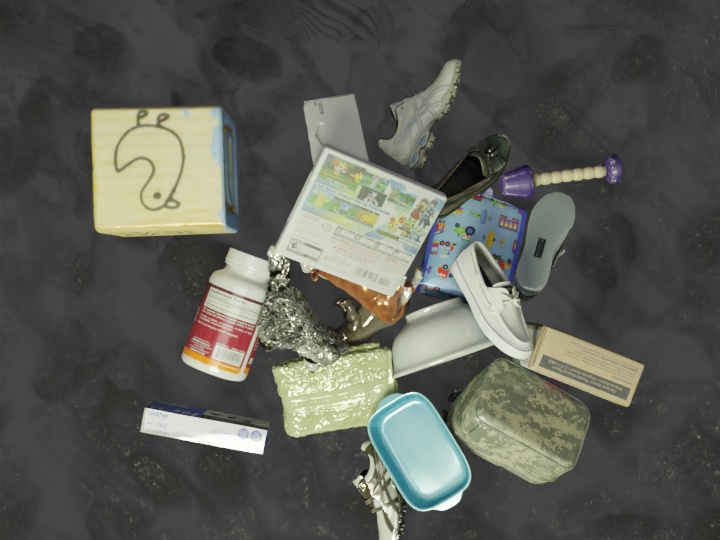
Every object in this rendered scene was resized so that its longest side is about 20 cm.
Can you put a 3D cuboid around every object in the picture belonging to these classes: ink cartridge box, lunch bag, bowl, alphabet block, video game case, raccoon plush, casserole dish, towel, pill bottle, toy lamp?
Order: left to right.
[{"bbox_3d":[-0.304,-0.153,1.533,0.200,0.196,0.195,-3,88,-1],"label":"alphabet block"},{"bbox_3d":[-0.251,0.256,1.580,0.200,0.094,0.044,10,89,-1],"label":"ink cartridge box"},{"bbox_3d":[-0.207,0.070,1.573,0.113,0.113,0.200,21,89,-1],"label":"pill bottle"},{"bbox_3d":[-0.088,0.065,1.514,0.134,0.097,0.200,8,119,22],"label":"raccoon plush"},{"bbox_3d":[-0.038,0.199,1.588,0.200,0.036,0.148,-9,110,3],"label":"towel"},{"bbox_3d":[-0.029,-0.156,1.513,0.084,0.200,0.145,-11,60,-1],"label":"ink cartridge box"},{"bbox_3d":[-0.001,-0.070,1.424,0.200,0.022,0.182,21,113,-17],"label":"video game case"},{"bbox_3d":[0.097,0.288,1.543,0.121,0.039,0.200,-34,78,12],"label":"casserole dish"},{"bbox_3d":[0.131,0.100,1.541,0.201,0.201,0.090,-19,82,-1],"label":"bowl"},{"bbox_3d":[0.188,-0.045,1.600,0.150,0.094,0.200,15,80,2],"label":"lunch bag"},{"bbox_3d":[0.242,0.254,1.556,0.200,0.168,0.139,29,55,-3],"label":"lunch bag"},{"bbox_3d":[0.332,-0.156,1.606,0.200,0.058,0.058,-9,90,-3],"label":"toy lamp"},{"bbox_3d":[0.338,0.145,1.537,0.165,0.200,0.075,20,89,0],"label":"ink cartridge box"}]

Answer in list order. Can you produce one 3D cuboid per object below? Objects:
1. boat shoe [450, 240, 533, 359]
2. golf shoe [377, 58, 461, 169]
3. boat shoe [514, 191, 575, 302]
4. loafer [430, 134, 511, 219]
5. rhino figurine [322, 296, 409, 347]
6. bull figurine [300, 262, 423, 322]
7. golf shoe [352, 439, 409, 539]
[{"bbox_3d":[0.208,0.042,1.474,0.074,0.065,0.200,-10,57,-41],"label":"boat shoe"},{"bbox_3d":[0.099,-0.272,1.602,0.097,0.078,0.200,26,88,5],"label":"golf shoe"},{"bbox_3d":[0.304,-0.038,1.604,0.074,0.068,0.199,16,65,6],"label":"boat shoe"},{"bbox_3d":[0.183,-0.159,1.580,0.072,0.063,0.200,45,70,6],"label":"loafer"},{"bbox_3d":[-0.007,0.082,1.602,0.200,0.060,0.087,-35,100,2],"label":"rhino figurine"},{"bbox_3d":[0.000,0.000,1.526,0.200,0.065,0.121,37,121,-12],"label":"bull figurine"},{"bbox_3d":[0.032,0.377,1.598,0.094,0.078,0.200,4,79,2],"label":"golf shoe"}]
